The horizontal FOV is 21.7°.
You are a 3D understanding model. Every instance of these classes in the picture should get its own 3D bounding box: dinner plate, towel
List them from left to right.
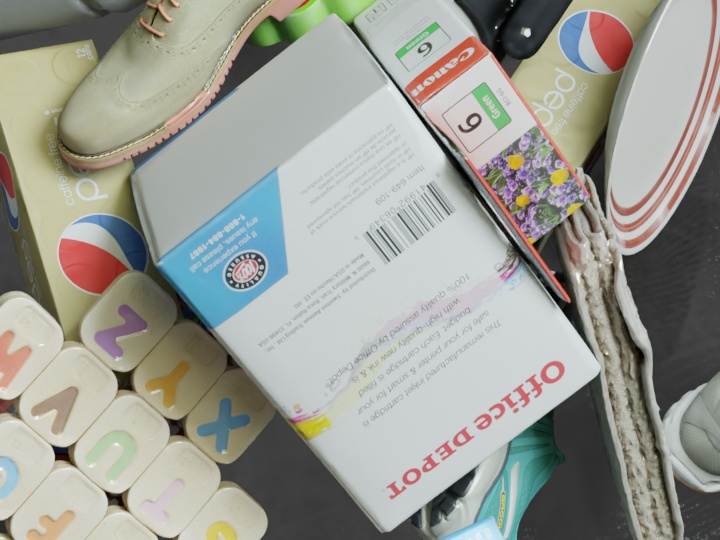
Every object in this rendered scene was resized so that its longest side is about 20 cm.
[{"bbox_3d":[0.144,0.050,1.061,0.034,0.133,0.201,-14,112,4],"label":"towel"},{"bbox_3d":[0.189,-0.107,1.159,0.024,0.201,0.201,20,59,24],"label":"dinner plate"}]

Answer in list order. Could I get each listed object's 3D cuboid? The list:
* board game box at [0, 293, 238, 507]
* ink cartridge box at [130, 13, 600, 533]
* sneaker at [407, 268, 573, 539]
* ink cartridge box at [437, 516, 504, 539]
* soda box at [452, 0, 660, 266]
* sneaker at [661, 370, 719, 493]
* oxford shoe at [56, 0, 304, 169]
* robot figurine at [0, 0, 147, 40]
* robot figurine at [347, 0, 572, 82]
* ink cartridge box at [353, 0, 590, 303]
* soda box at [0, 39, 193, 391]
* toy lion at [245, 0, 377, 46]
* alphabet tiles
[{"bbox_3d":[-0.123,0.068,1.058,0.103,0.019,0.200,44,62,-1],"label":"board game box"},{"bbox_3d":[0.000,0.000,0.994,0.146,0.146,0.200,-37,114,3],"label":"ink cartridge box"},{"bbox_3d":[0.084,0.087,1.110,0.080,0.077,0.201,44,55,-31],"label":"sneaker"},{"bbox_3d":[-0.007,0.233,0.973,0.199,0.129,0.126,-20,77,-26],"label":"ink cartridge box"},{"bbox_3d":[0.126,-0.101,1.176,0.067,0.064,0.200,30,60,9],"label":"soda box"},{"bbox_3d":[0.272,0.057,1.167,0.076,0.092,0.200,44,61,1],"label":"sneaker"},{"bbox_3d":[-0.098,-0.141,1.016,0.071,0.074,0.200,33,75,33],"label":"oxford shoe"},{"bbox_3d":[-0.184,-0.192,1.052,0.199,0.170,0.114,-9,70,18],"label":"robot figurine"},{"bbox_3d":[0.048,-0.180,1.158,0.125,0.150,0.201,41,62,-15],"label":"robot figurine"},{"bbox_3d":[0.067,-0.075,0.998,0.050,0.200,0.109,-37,121,3],"label":"ink cartridge box"},{"bbox_3d":[-0.156,-0.025,1.043,0.067,0.064,0.201,-12,68,-20],"label":"soda box"},{"bbox_3d":[-0.032,-0.228,1.116,0.191,0.069,0.200,35,75,34],"label":"toy lion"},{"bbox_3d":[-0.141,0.107,0.976,0.196,0.015,0.200,-48,116,-6],"label":"alphabet tiles"}]
